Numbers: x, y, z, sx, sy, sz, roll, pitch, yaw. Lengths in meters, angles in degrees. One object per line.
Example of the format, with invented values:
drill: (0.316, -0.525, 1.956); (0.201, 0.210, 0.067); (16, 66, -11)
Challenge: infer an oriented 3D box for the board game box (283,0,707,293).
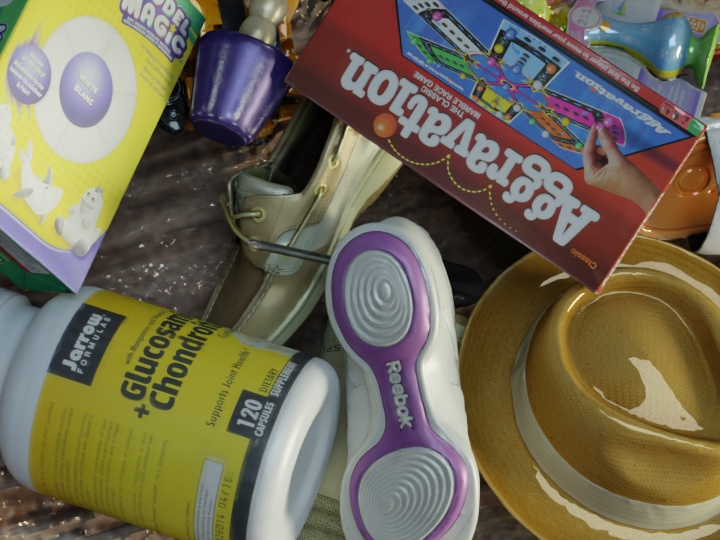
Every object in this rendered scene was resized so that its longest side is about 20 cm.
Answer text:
board game box: (0.068, -0.086, 1.255); (0.199, 0.019, 0.103); (34, 97, 11)

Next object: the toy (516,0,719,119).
toy: (0.096, -0.146, 1.296); (0.199, 0.047, 0.116); (18, 52, 5)

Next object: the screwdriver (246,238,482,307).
screwdriver: (0.000, 0.000, 1.308); (0.199, 0.029, 0.028); (8, 62, -48)

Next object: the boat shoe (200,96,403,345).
boat shoe: (-0.041, -0.035, 1.320); (0.066, 0.074, 0.201); (32, 89, -31)

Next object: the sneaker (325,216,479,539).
sneaker: (0.030, 0.069, 1.268); (0.074, 0.100, 0.201); (-1, 100, 13)

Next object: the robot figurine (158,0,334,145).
robot figurine: (-0.072, -0.166, 1.365); (0.144, 0.058, 0.201); (-7, 81, -12)

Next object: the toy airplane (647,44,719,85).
toy airplane: (0.253, -0.168, 1.388); (0.199, 0.141, 0.200); (26, 77, -8)

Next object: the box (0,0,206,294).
box: (-0.152, -0.102, 1.248); (0.117, 0.048, 0.201); (44, 59, -44)

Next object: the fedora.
fedora: (0.149, 0.061, 1.269); (0.199, 0.082, 0.202); (1, 70, -3)

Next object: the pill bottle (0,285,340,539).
pill bottle: (-0.119, 0.073, 1.269); (0.199, 0.112, 0.113); (17, 76, 11)

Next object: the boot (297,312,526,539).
boot: (0.062, 0.109, 1.334); (0.199, 0.073, 0.156); (16, 77, -6)

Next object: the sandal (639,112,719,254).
sandal: (0.246, -0.045, 1.328); (0.205, 0.080, 0.059); (-8, 41, -4)

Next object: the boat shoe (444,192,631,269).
boat shoe: (0.116, -0.026, 1.381); (0.200, 0.071, 0.064); (52, 39, 1)

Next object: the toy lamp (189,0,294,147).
toy lamp: (-0.042, -0.162, 1.313); (0.058, 0.058, 0.201); (24, 72, -6)
